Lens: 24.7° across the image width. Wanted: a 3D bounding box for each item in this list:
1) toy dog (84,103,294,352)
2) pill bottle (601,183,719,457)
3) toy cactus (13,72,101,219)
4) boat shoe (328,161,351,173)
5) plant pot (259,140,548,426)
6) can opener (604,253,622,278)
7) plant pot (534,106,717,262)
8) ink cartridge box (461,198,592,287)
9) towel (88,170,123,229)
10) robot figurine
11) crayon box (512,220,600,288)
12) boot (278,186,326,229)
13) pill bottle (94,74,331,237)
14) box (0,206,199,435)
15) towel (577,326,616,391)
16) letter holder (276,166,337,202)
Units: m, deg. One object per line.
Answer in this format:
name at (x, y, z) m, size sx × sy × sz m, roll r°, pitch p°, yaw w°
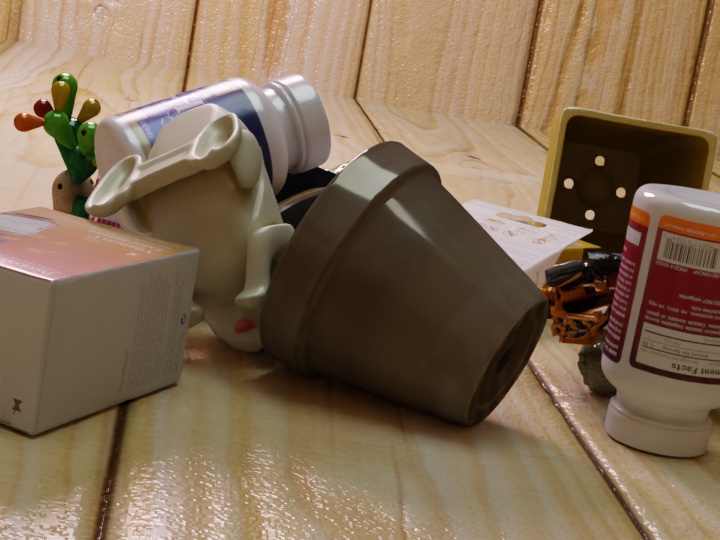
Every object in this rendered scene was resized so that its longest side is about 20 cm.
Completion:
toy dog at (-0.113, -0.021, 1.347) m, size 0.139 × 0.201 × 0.194 m, roll -25°, pitch 22°, yaw 9°
pill bottle at (0.255, 0.040, 1.315) m, size 0.112 × 0.202 × 0.113 m, roll 10°, pitch 12°, yaw -2°
toy cactus at (-0.293, -0.094, 1.669) m, size 0.101 × 0.201 × 0.165 m, roll -19°, pitch -19°, yaw -26°
boat shoe at (0.000, -0.068, 1.694) m, size 0.074 × 0.067 × 0.200 m, roll 37°, pitch -17°, yaw 12°
plant pot at (0.047, 0.026, 1.292) m, size 0.173 × 0.201 × 0.200 m, roll 31°, pitch 19°, yaw 19°
can opener at (0.338, 0.025, 1.785) m, size 0.198 × 0.068 × 0.053 m, roll 7°, pitch 13°, yaw -16°
plant pot at (0.315, -0.097, 2.066) m, size 0.193 × 0.196 × 0.200 m, roll 9°, pitch 7°, yaw -4°
ink cartridge box at (0.127, -0.013, 1.726) m, size 0.160 × 0.051 × 0.199 m, roll 17°, pitch 26°, yaw 33°
towel at (-0.183, -0.061, 1.561) m, size 0.142 × 0.023 × 0.201 m, roll 8°, pitch 51°, yaw -7°
robot figurine at (0.247, 0.022, 1.427) m, size 0.198 × 0.059 × 0.145 m, roll -6°, pitch -20°, yaw 2°
crayon box at (0.164, -0.018, 1.873) m, size 0.199 × 0.052 × 0.125 m, roll -3°, pitch 18°, yaw -45°
boot at (-0.102, -0.033, 1.504) m, size 0.199 × 0.074 × 0.075 m, roll -30°, pitch 45°, yaw -32°
pill bottle at (-0.134, -0.111, 1.520) m, size 0.199 × 0.121 × 0.119 m, roll -21°, pitch 25°, yaw -24°
box at (-0.232, 0.028, 1.178) m, size 0.151 × 0.107 × 0.200 m, roll 15°, pitch 12°, yaw 21°
towel at (0.276, 0.063, 1.510) m, size 0.147 × 0.037 × 0.200 m, roll 2°, pitch 21°, yaw 9°
letter holder at (-0.096, -0.044, 1.668) m, size 0.199 × 0.101 × 0.143 m, roll 23°, pitch -25°, yaw 38°
